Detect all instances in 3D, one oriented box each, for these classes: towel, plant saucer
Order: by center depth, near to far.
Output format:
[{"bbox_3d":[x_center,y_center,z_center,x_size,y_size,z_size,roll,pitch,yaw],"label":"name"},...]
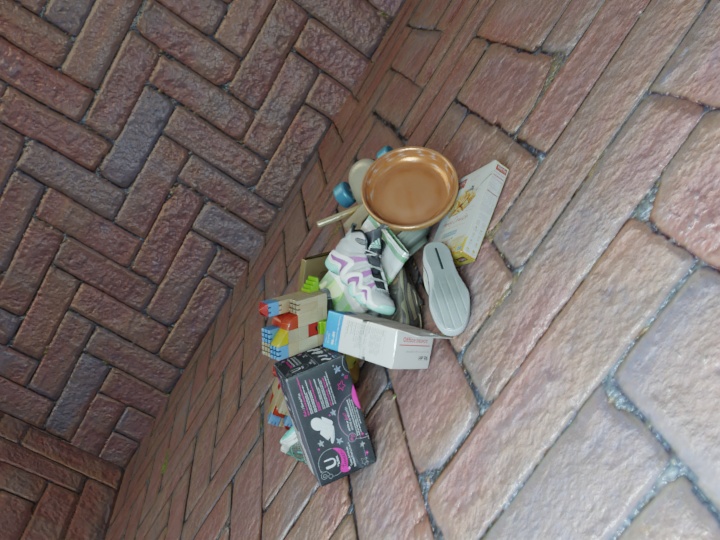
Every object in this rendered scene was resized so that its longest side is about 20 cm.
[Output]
[{"bbox_3d":[0.000,0.000,1.451,0.201,0.030,0.150,-51,46,16],"label":"towel"},{"bbox_3d":[0.099,-0.160,1.456,0.038,0.196,0.203,73,-147,-58],"label":"plant saucer"},{"bbox_3d":[0.090,-0.049,1.540,0.199,0.050,0.200,-40,-2,-2],"label":"plant saucer"}]

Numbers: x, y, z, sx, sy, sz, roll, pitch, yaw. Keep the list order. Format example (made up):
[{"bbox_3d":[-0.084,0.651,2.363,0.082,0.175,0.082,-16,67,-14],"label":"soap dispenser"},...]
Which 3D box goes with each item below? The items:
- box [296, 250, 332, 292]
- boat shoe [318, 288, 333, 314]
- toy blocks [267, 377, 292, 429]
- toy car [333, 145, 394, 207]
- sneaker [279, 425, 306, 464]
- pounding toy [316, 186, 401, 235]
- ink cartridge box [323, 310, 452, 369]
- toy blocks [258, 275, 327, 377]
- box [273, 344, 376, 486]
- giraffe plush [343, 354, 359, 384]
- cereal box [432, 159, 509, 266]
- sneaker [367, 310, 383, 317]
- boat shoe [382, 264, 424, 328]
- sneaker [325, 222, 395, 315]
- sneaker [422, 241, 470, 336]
[{"bbox_3d":[-0.107,0.059,1.766,0.163,0.021,0.204,-17,-59,-60],"label":"box"},{"bbox_3d":[-0.106,0.101,1.503,0.200,0.071,0.072,134,122,-63],"label":"boat shoe"},{"bbox_3d":[-0.182,0.315,1.766,0.200,0.098,0.139,-133,64,-71],"label":"toy blocks"},{"bbox_3d":[0.067,-0.206,1.833,0.183,0.178,0.200,-36,-3,27],"label":"toy car"},{"bbox_3d":[-0.114,0.370,1.497,0.078,0.091,0.200,-45,-11,-11],"label":"sneaker"},{"bbox_3d":[0.042,-0.131,1.609,0.183,0.143,0.200,-36,-4,-42],"label":"pounding toy"},{"bbox_3d":[0.046,0.124,1.255,0.197,0.115,0.069,12,93,40],"label":"ink cartridge box"},{"bbox_3d":[-0.128,0.126,1.376,0.099,0.135,0.205,13,110,44],"label":"toy blocks"},{"bbox_3d":[-0.067,0.253,1.295,0.113,0.204,0.132,-19,9,-15],"label":"box"},{"bbox_3d":[-0.068,0.201,1.536,0.160,0.202,0.174,-22,27,17],"label":"giraffe plush"},{"bbox_3d":[0.201,-0.101,1.386,0.143,0.039,0.203,-23,41,64],"label":"cereal box"},{"bbox_3d":[0.004,0.102,1.578,0.076,0.114,0.201,-53,-22,-17],"label":"sneaker"},{"bbox_3d":[0.081,0.067,1.404,0.074,0.073,0.202,-42,31,34],"label":"boat shoe"},{"bbox_3d":[0.022,-0.019,1.368,0.200,0.077,0.141,43,108,37],"label":"sneaker"},{"bbox_3d":[0.152,0.041,1.275,0.072,0.071,0.203,79,-175,-47],"label":"sneaker"}]
